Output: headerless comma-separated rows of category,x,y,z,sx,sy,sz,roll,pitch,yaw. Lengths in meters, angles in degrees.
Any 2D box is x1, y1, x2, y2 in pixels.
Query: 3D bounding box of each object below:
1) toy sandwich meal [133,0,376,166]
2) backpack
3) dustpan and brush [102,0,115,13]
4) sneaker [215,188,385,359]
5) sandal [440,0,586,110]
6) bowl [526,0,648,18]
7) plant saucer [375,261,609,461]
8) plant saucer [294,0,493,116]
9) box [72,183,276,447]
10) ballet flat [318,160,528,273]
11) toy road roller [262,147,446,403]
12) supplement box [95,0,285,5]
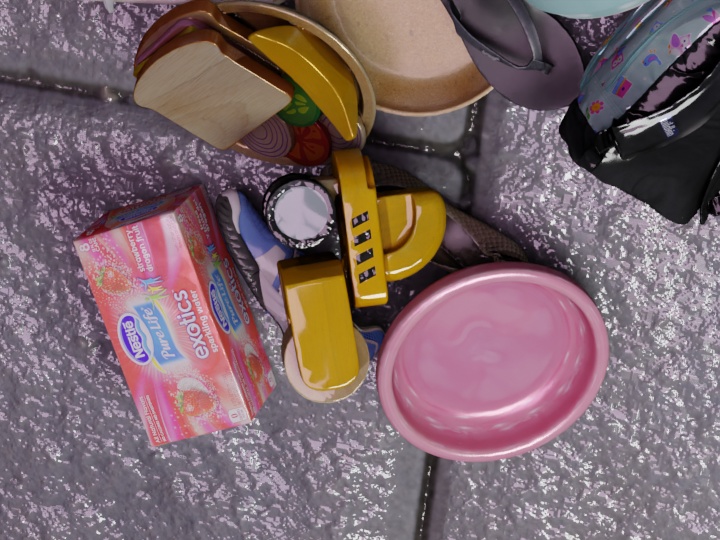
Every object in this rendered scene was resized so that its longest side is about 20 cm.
toy sandwich meal,-0.086,-0.143,1.591,0.205,0.070,0.205,12,142,10
backpack,0.262,-0.151,1.517,0.167,0.127,0.200,21,116,-40
dustpan and brush,-0.194,-0.291,1.521,0.057,0.140,0.200,-8,130,2
sneaker,-0.056,0.009,1.684,0.077,0.076,0.200,-35,100,-1
sandal,0.103,-0.205,1.550,0.076,0.043,0.200,-38,97,19
bowl,0.182,-0.267,1.489,0.200,0.201,0.105,-14,123,16
plant saucer,0.109,0.071,1.640,0.200,0.051,0.201,-5,125,-8
plant saucer,0.046,-0.228,1.596,0.200,0.035,0.201,3,107,10
box,-0.161,0.039,1.693,0.102,0.095,0.200,-15,104,16
ballet flat,0.052,-0.035,1.651,0.200,0.046,0.067,28,110,2
toy road roller,0.000,0.000,1.587,0.146,0.123,0.200,-7,95,-3
supplement box,-0.157,-0.287,1.599,0.200,0.074,0.126,5,107,11
